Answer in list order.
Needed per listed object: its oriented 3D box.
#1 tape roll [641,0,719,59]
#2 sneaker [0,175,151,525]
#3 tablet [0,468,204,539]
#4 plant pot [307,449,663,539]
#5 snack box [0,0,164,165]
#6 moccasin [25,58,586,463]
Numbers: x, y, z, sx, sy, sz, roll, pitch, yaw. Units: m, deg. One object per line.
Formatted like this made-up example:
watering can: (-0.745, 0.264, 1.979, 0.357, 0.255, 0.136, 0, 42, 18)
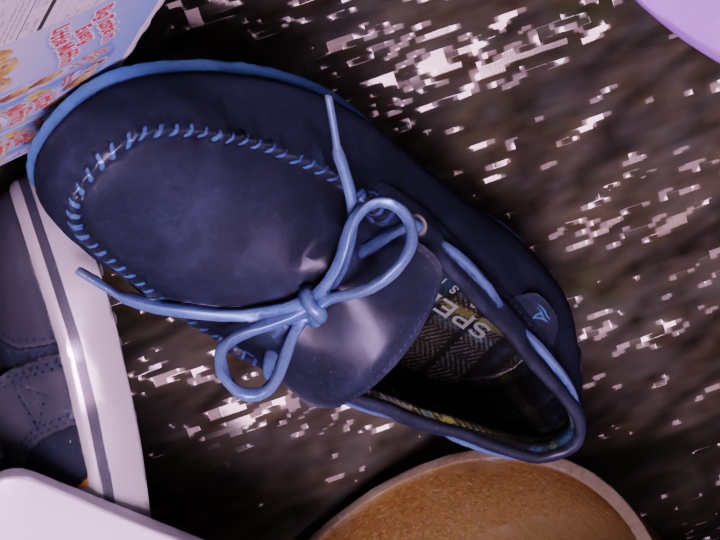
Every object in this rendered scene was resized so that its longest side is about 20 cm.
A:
tape roll: (0.117, -0.137, 0.582, 0.199, 0.085, 0.201, -3, 116, -6)
sneaker: (-0.101, 0.068, 0.860, 0.079, 0.079, 0.201, -11, 122, -10)
tablet: (-0.106, 0.148, 0.862, 0.130, 0.014, 0.200, 25, 114, -34)
plant pot: (0.076, 0.180, 0.912, 0.186, 0.187, 0.200, -43, 130, 14)
snack box: (-0.082, -0.060, 0.723, 0.072, 0.200, 0.024, -28, 84, -23)
moccasin: (0.000, 0.000, 0.812, 0.199, 0.068, 0.081, 19, 122, -41)
